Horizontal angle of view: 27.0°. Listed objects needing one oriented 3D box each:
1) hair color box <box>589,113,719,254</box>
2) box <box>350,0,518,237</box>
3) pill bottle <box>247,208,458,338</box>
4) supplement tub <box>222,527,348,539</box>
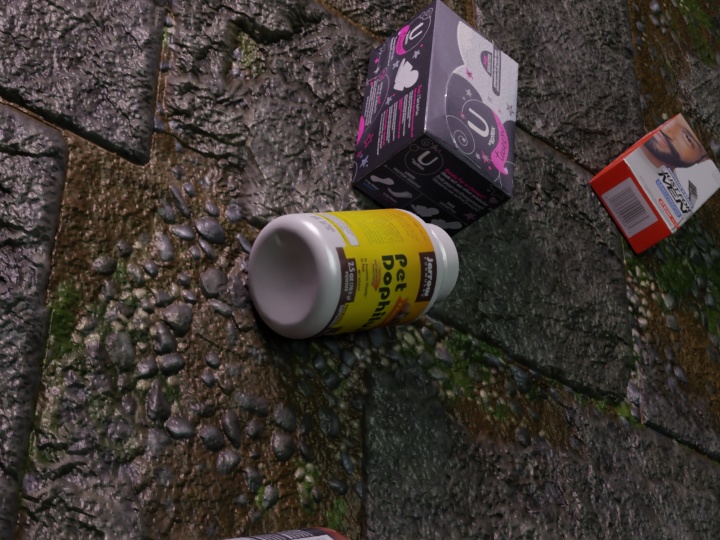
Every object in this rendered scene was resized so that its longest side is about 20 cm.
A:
[{"bbox_3d":[0.376,-0.112,1.883,0.111,0.064,0.200,55,37,-1],"label":"hair color box"},{"bbox_3d":[0.083,-0.155,1.558,0.132,0.114,0.201,33,45,-27],"label":"box"},{"bbox_3d":[0.000,0.000,1.370,0.199,0.109,0.110,-6,69,-48],"label":"pill bottle"},{"bbox_3d":[-0.091,0.252,1.108,0.199,0.107,0.108,1,64,-46],"label":"supplement tub"}]
